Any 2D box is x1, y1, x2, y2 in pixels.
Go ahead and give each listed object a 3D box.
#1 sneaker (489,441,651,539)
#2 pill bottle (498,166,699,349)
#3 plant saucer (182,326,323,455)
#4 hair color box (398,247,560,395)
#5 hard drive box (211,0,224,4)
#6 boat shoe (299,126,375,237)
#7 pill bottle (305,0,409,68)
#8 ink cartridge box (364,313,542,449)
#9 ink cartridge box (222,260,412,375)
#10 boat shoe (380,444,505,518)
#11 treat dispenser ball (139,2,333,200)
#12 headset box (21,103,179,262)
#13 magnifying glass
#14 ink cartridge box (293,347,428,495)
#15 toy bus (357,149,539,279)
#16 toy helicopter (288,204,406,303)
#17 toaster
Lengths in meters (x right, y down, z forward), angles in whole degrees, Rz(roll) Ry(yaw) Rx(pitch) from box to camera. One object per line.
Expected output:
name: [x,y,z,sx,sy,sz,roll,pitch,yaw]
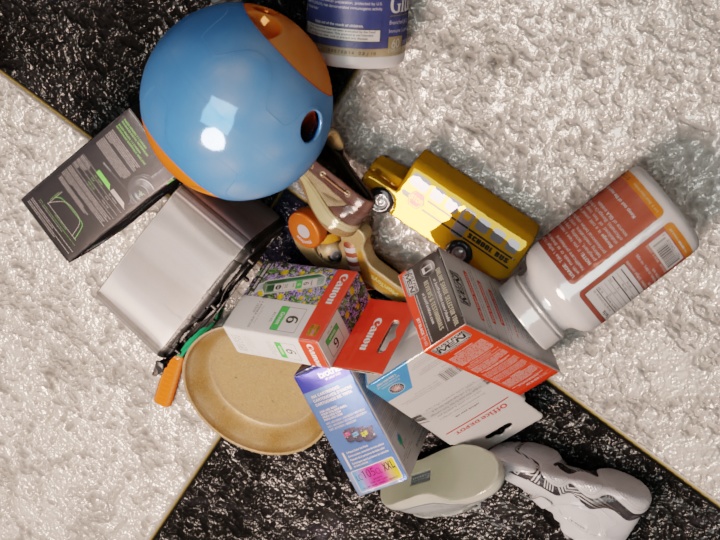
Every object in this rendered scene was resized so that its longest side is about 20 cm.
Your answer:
sneaker: [0.238,0.284,1.410,0.198,0.075,0.116,16,111,7]
pill bottle: [0.251,-0.009,1.255,0.199,0.112,0.112,-38,96,9]
plant saucer: [-0.126,0.143,1.476,0.198,0.036,0.202,9,124,14]
hair color box: [0.132,0.059,1.285,0.061,0.199,0.102,-34,53,24]
hard drive box: [-0.133,-0.396,1.231,0.076,0.156,0.202,-16,103,22]
boat shoe: [-0.046,-0.136,1.317,0.072,0.072,0.201,-47,63,37]
pill bottle: [0.000,-0.323,1.241,0.110,0.111,0.202,9,112,13]
ink cartridge box: [0.110,0.129,1.371,0.116,0.068,0.200,-34,129,25]
ink cartridge box: [-0.046,0.051,1.333,0.198,0.109,0.051,7,140,32]
boat shoe: [0.111,0.261,1.425,0.071,0.071,0.200,28,148,-32]
treat dispenser ball: [-0.127,-0.173,1.211,0.199,0.201,0.203,6,111,15]
headset box: [-0.260,-0.122,1.360,0.199,0.174,0.093,-35,96,23]
magnifying glass: [-0.230,0.088,1.514,0.079,0.022,0.201,23,112,7]
ink cartridge box: [-0.002,0.144,1.398,0.076,0.137,0.201,-22,101,20]
toy bus: [0.098,-0.069,1.330,0.199,0.065,0.079,34,115,3]
toy helicopter: [0.000,0.000,1.375,0.199,0.079,0.133,35,139,15]
toaster: [-0.195,-0.005,1.361,0.118,0.200,0.181,39,106,-1]
